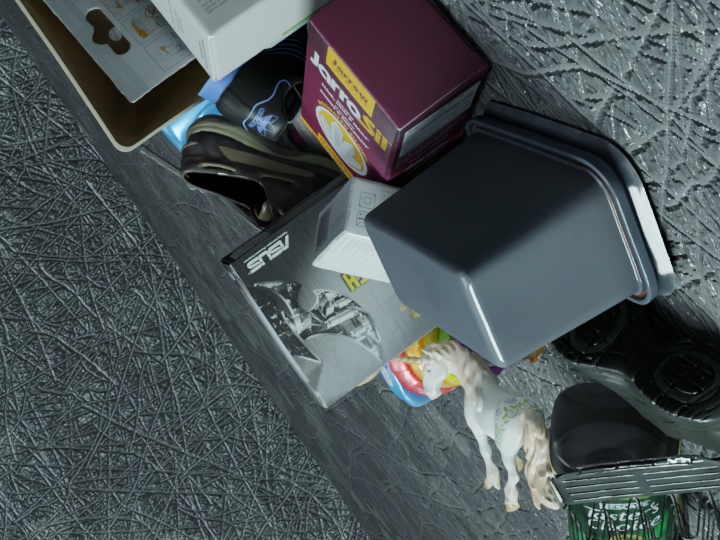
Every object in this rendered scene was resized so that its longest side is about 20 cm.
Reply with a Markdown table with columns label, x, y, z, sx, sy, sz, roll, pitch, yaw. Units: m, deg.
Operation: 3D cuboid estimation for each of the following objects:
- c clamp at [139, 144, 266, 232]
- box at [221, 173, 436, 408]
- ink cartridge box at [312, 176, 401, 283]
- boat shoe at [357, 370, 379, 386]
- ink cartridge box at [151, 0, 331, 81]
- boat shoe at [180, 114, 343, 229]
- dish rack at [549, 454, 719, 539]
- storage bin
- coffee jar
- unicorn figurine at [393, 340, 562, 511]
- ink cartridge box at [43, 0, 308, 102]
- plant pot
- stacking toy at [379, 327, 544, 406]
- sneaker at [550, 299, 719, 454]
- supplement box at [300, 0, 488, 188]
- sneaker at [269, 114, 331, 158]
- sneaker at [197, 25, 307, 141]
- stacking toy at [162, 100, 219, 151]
| label | x | y | z | sx | sy | sz | roll | pitch | yaw |
| --- | --- | --- | --- | --- | --- | --- | --- | --- | --- |
| c clamp | -0.094 | -0.079 | 1.415 | 0.171 | 0.027 | 0.200 | 39 | -158 | 26 |
| box | 0.000 | 0.000 | 1.288 | 0.159 | 0.200 | 0.048 | 57 | 169 | -12 |
| ink cartridge box | 0.070 | -0.018 | 1.166 | 0.199 | 0.051 | 0.109 | 12 | 164 | -13 |
| boat shoe | 0.002 | 0.011 | 1.377 | 0.072 | 0.201 | 0.065 | -18 | 137 | 41 |
| ink cartridge box | -0.116 | -0.274 | 1.114 | 0.200 | 0.145 | 0.084 | 52 | 169 | 11 |
| boat shoe | -0.075 | -0.070 | 1.327 | 0.199 | 0.074 | 0.075 | 22 | 152 | -2 |
| dish rack | 0.232 | 0.205 | 1.103 | 0.200 | 0.153 | 0.055 | 57 | -151 | -47 |
| storage bin | 0.102 | -0.013 | 1.016 | 0.200 | 0.134 | 0.146 | 35 | 154 | 60 |
| coffee jar | 0.212 | 0.170 | 1.177 | 0.200 | 0.104 | 0.086 | 69 | -155 | -50 |
| unicorn figurine | 0.116 | 0.134 | 1.283 | 0.200 | 0.074 | 0.138 | 8 | 119 | 54 |
| ink cartridge box | -0.138 | -0.226 | 1.192 | 0.162 | 0.200 | 0.050 | 47 | 170 | 32 |
| plant pot | -0.212 | -0.260 | 1.440 | 0.201 | 0.199 | 0.177 | 57 | 178 | -13 |
| stacking toy | 0.106 | 0.067 | 1.363 | 0.200 | 0.110 | 0.117 | -1 | 119 | 58 |
| sneaker | 0.208 | 0.076 | 1.036 | 0.091 | 0.076 | 0.200 | 52 | 175 | -37 |
| supplement box | 0.020 | -0.136 | 1.116 | 0.111 | 0.085 | 0.200 | 51 | 167 | 10 |
| sneaker | -0.042 | -0.132 | 1.349 | 0.082 | 0.088 | 0.200 | 54 | 167 | -3 |
| sneaker | -0.074 | -0.172 | 1.249 | 0.078 | 0.070 | 0.200 | 39 | -147 | -6 |
| stacking toy | -0.185 | -0.210 | 1.654 | 0.116 | 0.110 | 0.200 | 50 | -176 | -38 |
